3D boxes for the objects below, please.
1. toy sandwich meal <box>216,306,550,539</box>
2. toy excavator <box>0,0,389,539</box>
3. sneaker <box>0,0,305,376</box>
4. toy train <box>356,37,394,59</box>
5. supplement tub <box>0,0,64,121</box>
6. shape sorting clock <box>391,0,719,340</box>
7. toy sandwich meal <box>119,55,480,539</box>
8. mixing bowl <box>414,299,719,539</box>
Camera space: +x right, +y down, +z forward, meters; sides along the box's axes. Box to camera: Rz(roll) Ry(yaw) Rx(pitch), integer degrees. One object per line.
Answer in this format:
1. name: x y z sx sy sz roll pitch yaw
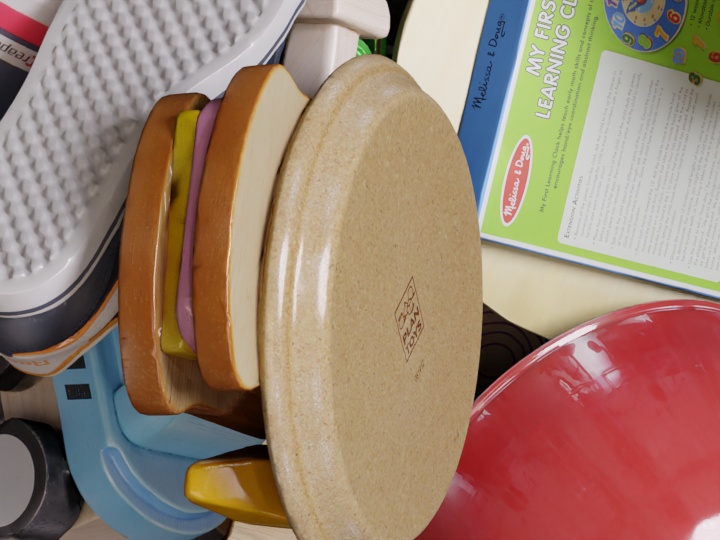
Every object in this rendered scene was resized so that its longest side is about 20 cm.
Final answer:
1. toy sandwich meal: 0.002 0.061 1.191 0.204 0.070 0.206 0 106 0
2. toy excavator: -0.060 -0.001 1.104 0.200 0.100 0.195 -25 66 29
3. sneaker: -0.084 -0.051 1.044 0.078 0.079 0.200 26 63 21
4. toy train: 0.000 0.000 1.135 0.056 0.042 0.201 5 84 -30
5. supplement tub: -0.191 -0.068 1.117 0.140 0.140 0.200 34 104 -9
6. shape sorting clock: 0.105 -0.068 1.149 0.199 0.039 0.201 -3 97 -23
7. toy sandwich meal: -0.017 0.015 1.024 0.070 0.205 0.206 2 108 21
8. mixing bowl: 0.122 0.124 1.143 0.200 0.108 0.201 -19 132 -23
